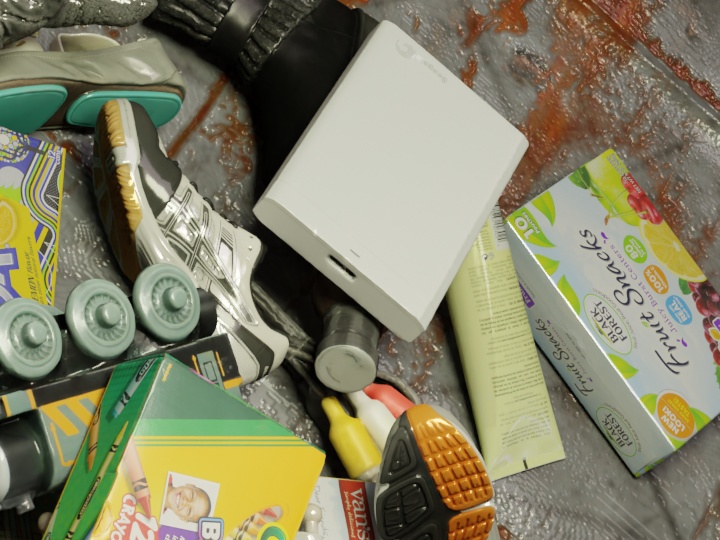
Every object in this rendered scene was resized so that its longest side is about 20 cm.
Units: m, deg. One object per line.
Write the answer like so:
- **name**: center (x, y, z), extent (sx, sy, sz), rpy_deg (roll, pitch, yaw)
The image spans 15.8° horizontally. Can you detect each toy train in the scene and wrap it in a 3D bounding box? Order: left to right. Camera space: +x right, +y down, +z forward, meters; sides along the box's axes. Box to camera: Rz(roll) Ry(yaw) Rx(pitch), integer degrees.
- **toy train**: center (-0.152, 0.067, 1.470), extent (0.199, 0.085, 0.115), rpy_deg (-15, 84, -44)

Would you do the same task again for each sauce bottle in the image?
- **sauce bottle**: center (0.000, 0.000, 1.702), extent (0.065, 0.065, 0.201), rpy_deg (33, 37, -16)

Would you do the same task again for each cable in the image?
- **cable**: center (-0.023, 0.058, 1.679), extent (0.200, 0.050, 0.097), rpy_deg (51, 46, 1)

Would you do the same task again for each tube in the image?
- **tube**: center (0.088, 0.039, 1.769), extent (0.058, 0.052, 0.201), rpy_deg (-15, 89, 0)

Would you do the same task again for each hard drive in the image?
- **hard drive**: center (0.023, -0.061, 1.690), extent (0.132, 0.026, 0.200), rpy_deg (40, 46, -9)

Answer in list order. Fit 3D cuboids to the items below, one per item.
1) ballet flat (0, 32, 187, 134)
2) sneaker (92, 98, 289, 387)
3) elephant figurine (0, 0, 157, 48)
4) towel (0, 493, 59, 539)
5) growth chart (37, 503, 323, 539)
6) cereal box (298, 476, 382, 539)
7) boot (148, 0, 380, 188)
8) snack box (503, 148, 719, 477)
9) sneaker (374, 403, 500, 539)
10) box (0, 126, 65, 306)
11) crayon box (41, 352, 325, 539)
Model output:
- **ballet flat**: center (-0.198, -0.121, 1.655), extent (0.199, 0.067, 0.064), rpy_deg (-5, 61, -46)
- **sneaker**: center (-0.107, -0.017, 1.635), extent (0.087, 0.076, 0.201), rpy_deg (-17, 82, -18)
- **elephant figurine**: center (-0.245, -0.172, 1.542), extent (0.199, 0.142, 0.156), rpy_deg (7, 46, 17)
- **towel**: center (-0.143, 0.186, 1.526), extent (0.199, 0.022, 0.147), rpy_deg (7, 58, -34)
- **growth chart**: center (-0.098, 0.189, 1.477), extent (0.199, 0.018, 0.146), rpy_deg (4, 65, -34)
- **cereal box**: center (-0.071, 0.188, 1.536), extent (0.199, 0.040, 0.145), rpy_deg (10, 58, -31)
- **boot**: center (-0.072, -0.141, 1.748), extent (0.158, 0.079, 0.212), rpy_deg (36, 36, -23)
- **snack box**: center (0.187, 0.028, 1.858), extent (0.142, 0.053, 0.200), rpy_deg (-33, 85, -43)
- **sneaker**: center (0.048, 0.148, 1.614), extent (0.075, 0.201, 0.092), rpy_deg (-13, 39, 1)
- **box**: center (-0.224, 0.013, 1.546), extent (0.070, 0.064, 0.201), rpy_deg (19, 53, -27)
- **crayon box**: center (-0.110, 0.162, 1.405), extent (0.119, 0.058, 0.201), rpy_deg (33, 65, -27)
